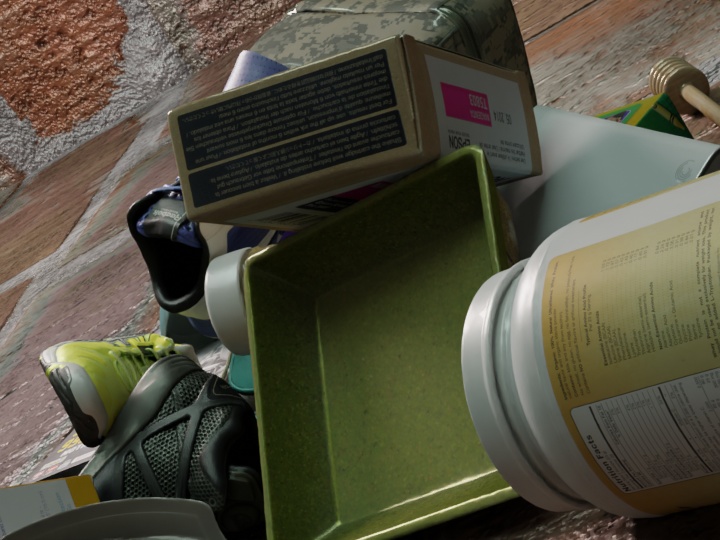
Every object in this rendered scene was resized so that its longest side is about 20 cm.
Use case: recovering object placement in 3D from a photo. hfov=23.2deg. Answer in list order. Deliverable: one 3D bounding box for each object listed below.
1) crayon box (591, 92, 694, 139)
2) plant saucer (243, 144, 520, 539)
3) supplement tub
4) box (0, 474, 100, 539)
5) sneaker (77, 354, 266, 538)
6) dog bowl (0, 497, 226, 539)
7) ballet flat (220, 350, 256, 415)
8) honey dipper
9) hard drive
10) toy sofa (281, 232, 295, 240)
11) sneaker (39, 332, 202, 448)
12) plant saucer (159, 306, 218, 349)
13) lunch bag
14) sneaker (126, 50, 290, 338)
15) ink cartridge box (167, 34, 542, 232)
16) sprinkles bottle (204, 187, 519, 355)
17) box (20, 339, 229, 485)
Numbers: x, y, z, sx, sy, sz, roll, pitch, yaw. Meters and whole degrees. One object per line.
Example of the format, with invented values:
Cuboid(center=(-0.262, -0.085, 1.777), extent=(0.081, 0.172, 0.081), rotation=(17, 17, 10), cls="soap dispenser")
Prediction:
Cuboid(center=(0.133, -0.051, 1.266), extent=(0.199, 0.059, 0.119), rotation=(-16, 23, 46), cls="crayon box")
Cuboid(center=(0.023, 0.057, 1.005), extent=(0.199, 0.202, 0.048), rotation=(-26, -28, 39), cls="plant saucer")
Cuboid(center=(0.159, 0.032, 0.800), extent=(0.199, 0.145, 0.145), rotation=(-20, 20, 40), cls="supplement tub")
Cuboid(center=(-0.227, 0.188, 0.992), extent=(0.199, 0.120, 0.042), rotation=(-6, -33, -34), cls="box")
Cuboid(center=(-0.126, 0.161, 1.101), extent=(0.114, 0.076, 0.200), rotation=(27, 80, 32), cls="sneaker")
Cuboid(center=(-0.118, 0.195, 0.881), extent=(0.198, 0.059, 0.201), rotation=(-4, 28, 2), cls="dog bowl")
Cuboid(center=(-0.072, 0.099, 1.193), extent=(0.069, 0.069, 0.201), rotation=(-5, 56, 60), cls="ballet flat")
Cuboid(center=(0.255, -0.119, 1.281), extent=(0.038, 0.038, 0.200), rotation=(-32, 19, 4), cls="honey dipper")
Cuboid(center=(0.139, -0.034, 1.117), extent=(0.133, 0.026, 0.200), rotation=(-58, 30, -5), cls="hard drive")
Cuboid(center=(-0.034, -0.022, 1.349), extent=(0.097, 0.083, 0.199), rotation=(-24, -3, 34), cls="toy sofa")
Cuboid(center=(-0.161, 0.070, 1.193), extent=(0.076, 0.076, 0.200), rotation=(-27, 0, 4), cls="sneaker")
Cuboid(center=(-0.098, -0.011, 1.434), extent=(0.200, 0.027, 0.201), rotation=(-44, -23, -24), cls="plant saucer")
Cuboid(center=(0.006, -0.126, 1.306), extent=(0.199, 0.140, 0.168), rotation=(10, 36, 40), cls="lunch bag")
Cuboid(center=(-0.094, -0.051, 1.199), extent=(0.080, 0.201, 0.115), rotation=(18, 3, 24), cls="sneaker")
Cuboid(center=(0.002, -0.079, 1.093), extent=(0.163, 0.076, 0.200), rotation=(-14, -7, 26), cls="ink cartridge box")
Cuboid(center=(0.000, 0.000, 1.125), extent=(0.198, 0.069, 0.068), rotation=(-15, 21, 21), cls="sprinkles bottle")
Cuboid(center=(-0.143, 0.115, 1.327), extent=(0.199, 0.049, 0.159), rotation=(-23, 17, 35), cls="box")
